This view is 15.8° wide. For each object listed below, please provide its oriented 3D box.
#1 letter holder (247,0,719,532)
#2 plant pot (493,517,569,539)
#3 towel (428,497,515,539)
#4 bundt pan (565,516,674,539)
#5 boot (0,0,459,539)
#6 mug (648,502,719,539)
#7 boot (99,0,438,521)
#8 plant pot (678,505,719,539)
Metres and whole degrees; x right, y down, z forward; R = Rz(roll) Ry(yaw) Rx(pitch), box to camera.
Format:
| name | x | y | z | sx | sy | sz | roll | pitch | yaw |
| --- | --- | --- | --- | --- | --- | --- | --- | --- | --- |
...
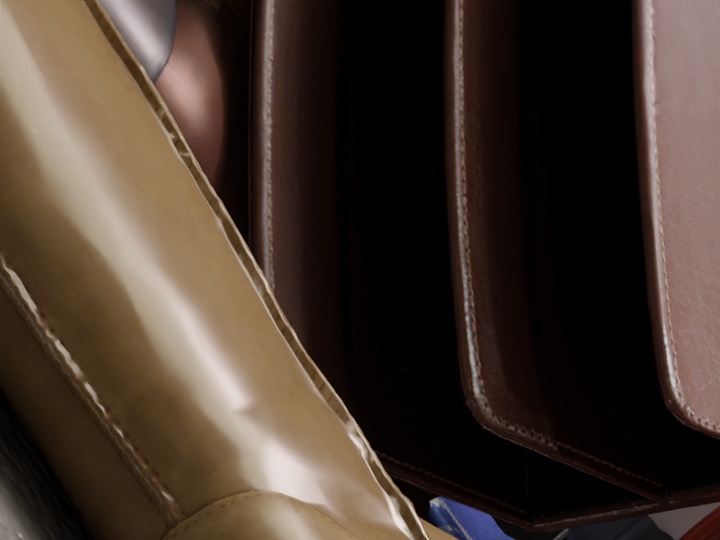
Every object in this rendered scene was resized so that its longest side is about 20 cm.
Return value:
| name | x | y | z | sx | sy | sz | roll | pitch | yaw |
| --- | --- | --- | --- | --- | --- | --- | --- | --- | --- |
| letter holder | 0.048 | -0.046 | 0.715 | 0.142 | 0.100 | 0.201 | 24 | 60 | -46 |
| plant pot | 0.146 | 0.078 | 1.300 | 0.177 | 0.200 | 0.200 | 46 | -4 | 44 |
| towel | 0.081 | 0.165 | 0.965 | 0.201 | 0.024 | 0.145 | 60 | 6 | 33 |
| bundt pan | 0.145 | 0.164 | 1.024 | 0.202 | 0.076 | 0.202 | 56 | 9 | -13 |
| boot | -0.029 | 0.017 | 0.524 | 0.201 | 0.066 | 0.175 | 57 | 4 | 13 |
| mug | 0.184 | 0.061 | 0.886 | 0.175 | 0.148 | 0.200 | 14 | 23 | -36 |
| boot | -0.020 | -0.031 | 0.764 | 0.200 | 0.068 | 0.189 | 55 | 17 | -22 |
| plant pot | 0.136 | 0.147 | 0.703 | 0.201 | 0.200 | 0.195 | 58 | 12 | 14 |
